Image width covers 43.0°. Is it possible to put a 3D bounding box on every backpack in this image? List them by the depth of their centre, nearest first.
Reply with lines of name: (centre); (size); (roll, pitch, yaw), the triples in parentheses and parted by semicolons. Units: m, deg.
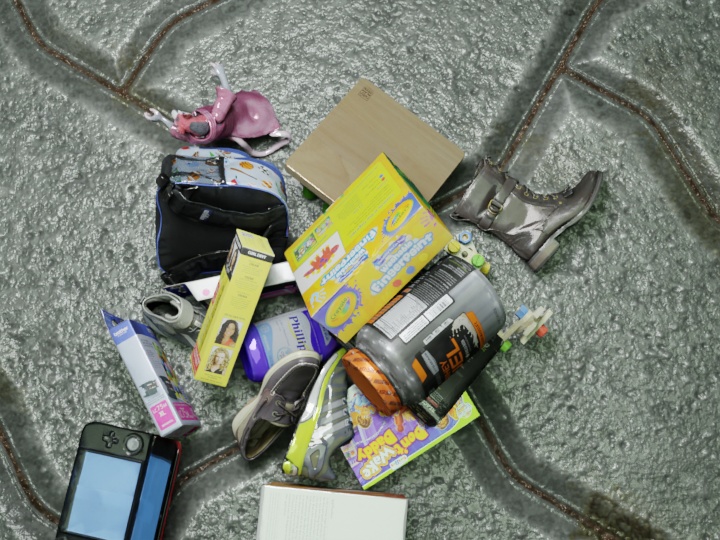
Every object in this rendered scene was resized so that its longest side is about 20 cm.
backpack: (-0.196, -0.083, 1.319); (0.187, 0.201, 0.155); (6, 46, -7)

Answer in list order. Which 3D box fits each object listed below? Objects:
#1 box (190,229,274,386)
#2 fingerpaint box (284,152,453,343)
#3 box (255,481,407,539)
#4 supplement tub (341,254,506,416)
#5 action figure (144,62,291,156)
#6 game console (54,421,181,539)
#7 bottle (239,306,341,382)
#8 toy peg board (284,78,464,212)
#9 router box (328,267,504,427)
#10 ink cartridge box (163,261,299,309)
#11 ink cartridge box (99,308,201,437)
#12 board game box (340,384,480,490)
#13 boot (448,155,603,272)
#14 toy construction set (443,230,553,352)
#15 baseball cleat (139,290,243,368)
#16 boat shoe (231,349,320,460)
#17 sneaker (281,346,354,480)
box: (-0.177, 0.051, 1.251); (0.050, 0.075, 0.202); (16, 107, -21)
fingerpaint box: (0.006, -0.032, 1.213); (0.200, 0.167, 0.073); (-45, 124, 10)
box: (-0.038, 0.352, 1.261); (0.197, 0.124, 0.099); (6, 79, 1)
supplement tub: (0.079, 0.085, 1.169); (0.199, 0.123, 0.123); (-40, 81, -14)
action figure: (-0.214, -0.210, 1.341); (0.133, 0.200, 0.150); (-31, 95, 25)
game console: (-0.341, 0.323, 1.272); (0.170, 0.119, 0.203); (11, 79, 2)
bottle: (-0.077, 0.095, 1.320); (0.198, 0.065, 0.085); (-16, 81, -21)
toy peg board: (0.017, -0.146, 1.384); (0.199, 0.098, 0.200); (37, 66, 5)
router box: (0.076, 0.093, 1.263); (0.200, 0.062, 0.150); (42, 73, 6)
ink cartridge box: (-0.180, 0.026, 1.339); (0.197, 0.095, 0.038); (-10, 80, -1)
ink cartridge box: (-0.299, 0.142, 1.305); (0.042, 0.119, 0.201); (-31, 80, -3)
board game box: (0.055, 0.206, 1.329); (0.199, 0.045, 0.135); (-32, 81, -6)
boot: (0.250, -0.115, 1.377); (0.174, 0.069, 0.201); (39, 84, 7)
toy construction set: (0.181, 0.046, 1.341); (0.200, 0.092, 0.131); (41, 82, 18)
baseball cleat: (-0.228, 0.087, 1.322); (0.197, 0.107, 0.071); (17, 75, 1)
boat shoe: (-0.113, 0.190, 1.273); (0.200, 0.071, 0.065); (-49, 42, 29)
sneaker: (-0.041, 0.200, 1.276); (0.080, 0.074, 0.202); (23, 74, -2)
